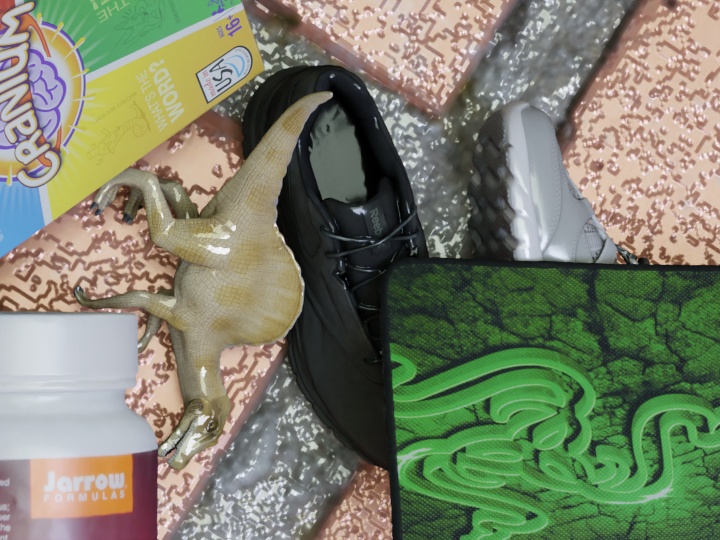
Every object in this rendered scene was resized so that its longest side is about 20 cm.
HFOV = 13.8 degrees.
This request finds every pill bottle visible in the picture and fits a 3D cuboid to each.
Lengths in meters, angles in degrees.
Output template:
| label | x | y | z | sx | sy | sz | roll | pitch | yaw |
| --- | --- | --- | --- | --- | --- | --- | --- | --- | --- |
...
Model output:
| label | x | y | z | sx | sy | sz | roll | pitch | yaw |
| --- | --- | --- | --- | --- | --- | --- | --- | --- | --- |
| pill bottle | -0.145 | 0.119 | 1.315 | 0.114 | 0.114 | 0.201 | 0 | 91 | -6 |

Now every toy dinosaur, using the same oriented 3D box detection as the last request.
| label | x | y | z | sx | sy | sz | roll | pitch | yaw |
| --- | --- | --- | --- | --- | --- | --- | --- | --- | --- |
| toy dinosaur | -0.068 | -0.013 | 1.350 | 0.101 | 0.058 | 0.201 | 25 | 114 | 14 |

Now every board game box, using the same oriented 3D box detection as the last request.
| label | x | y | z | sx | sy | sz | roll | pitch | yaw |
| --- | --- | --- | --- | --- | --- | --- | --- | --- | --- |
| board game box | -0.146 | -0.087 | 1.271 | 0.200 | 0.153 | 0.040 | -37 | 55 | -12 |

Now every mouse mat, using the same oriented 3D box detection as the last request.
| label | x | y | z | sx | sy | sz | roll | pitch | yaw |
| --- | --- | --- | --- | --- | --- | --- | --- | --- | --- |
| mouse mat | 0.109 | 0.069 | 1.302 | 0.199 | 0.008 | 0.162 | 1 | 66 | -8 |

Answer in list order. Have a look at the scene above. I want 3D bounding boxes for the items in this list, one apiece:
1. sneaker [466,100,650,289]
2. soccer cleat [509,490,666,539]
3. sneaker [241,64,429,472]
| label | x | y | z | sx | sy | sz | roll | pitch | yaw |
| --- | --- | --- | --- | --- | --- | --- | --- | --- | --- |
| sneaker | 0.107 | 0.014 | 1.382 | 0.082 | 0.075 | 0.201 | -20 | 100 | -13 |
| soccer cleat | 0.149 | 0.106 | 1.345 | 0.199 | 0.068 | 0.074 | 6 | 82 | -25 |
| sneaker | 0.000 | 0.000 | 1.355 | 0.076 | 0.091 | 0.201 | -21 | 90 | -15 |
